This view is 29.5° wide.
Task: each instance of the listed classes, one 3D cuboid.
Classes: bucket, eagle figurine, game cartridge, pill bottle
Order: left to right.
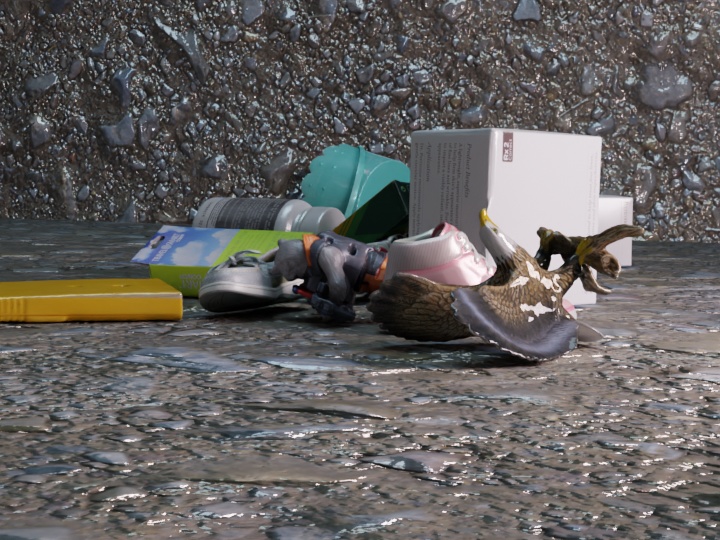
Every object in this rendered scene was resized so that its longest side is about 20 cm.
[{"bbox_3d":[-0.293,0.031,1.407,0.197,0.033,0.176,-2,5,-16],"label":"game cartridge"},{"bbox_3d":[-0.121,-0.040,1.852,0.198,0.115,0.113,3,4,30],"label":"pill bottle"},{"bbox_3d":[0.000,-0.119,2.454,0.134,0.210,0.206,12,10,39],"label":"bucket"},{"bbox_3d":[0.123,0.022,1.169,0.199,0.151,0.152,-35,-21,-30],"label":"eagle figurine"}]

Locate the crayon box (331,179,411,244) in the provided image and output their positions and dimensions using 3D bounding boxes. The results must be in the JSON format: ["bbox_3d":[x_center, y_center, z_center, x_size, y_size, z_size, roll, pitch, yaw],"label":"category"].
[{"bbox_3d":[0.021,-0.033,1.710,0.199,0.052,0.125,-37,-25,33],"label":"crayon box"}]

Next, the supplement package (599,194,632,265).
[{"bbox_3d":[0.362,-0.071,2.378,0.197,0.123,0.120,0,4,-7],"label":"supplement package"}]

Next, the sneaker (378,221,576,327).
[{"bbox_3d":[0.115,0.007,1.311,0.197,0.106,0.075,1,2,-11],"label":"sneaker"}]

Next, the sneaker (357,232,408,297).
[{"bbox_3d":[0.010,-0.001,1.633,0.198,0.082,0.083,2,-10,-41],"label":"sneaker"}]

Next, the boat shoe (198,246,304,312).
[{"bbox_3d":[-0.114,0.005,1.445,0.074,0.066,0.201,-14,-4,23],"label":"boat shoe"}]

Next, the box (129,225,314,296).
[{"bbox_3d":[-0.164,-0.010,1.652,0.197,0.048,0.122,2,24,13],"label":"box"}]

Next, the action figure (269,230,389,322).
[{"bbox_3d":[0.000,0.000,1.423,0.191,0.106,0.200,9,3,-11],"label":"action figure"}]

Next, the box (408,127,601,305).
[{"bbox_3d":[0.165,-0.059,1.562,0.198,0.202,0.130,-2,5,-43],"label":"box"}]
